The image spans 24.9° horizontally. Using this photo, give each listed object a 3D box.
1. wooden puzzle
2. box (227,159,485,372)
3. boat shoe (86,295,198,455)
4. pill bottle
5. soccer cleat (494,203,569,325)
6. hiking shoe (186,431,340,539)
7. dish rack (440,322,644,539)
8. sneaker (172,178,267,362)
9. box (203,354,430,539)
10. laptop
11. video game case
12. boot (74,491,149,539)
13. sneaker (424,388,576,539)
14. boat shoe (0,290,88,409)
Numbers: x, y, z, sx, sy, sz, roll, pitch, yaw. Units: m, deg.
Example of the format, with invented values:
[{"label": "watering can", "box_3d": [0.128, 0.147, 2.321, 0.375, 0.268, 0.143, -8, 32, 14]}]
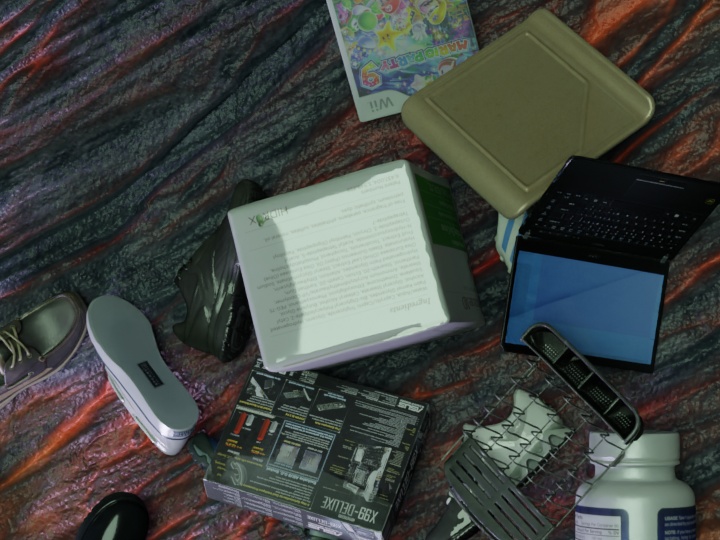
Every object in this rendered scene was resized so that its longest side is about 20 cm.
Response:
[{"label": "wooden puzzle", "box_3d": [0.171, -0.160, 1.675, 0.200, 0.037, 0.185, -37, 61, -14]}, {"label": "box", "box_3d": [0.000, 0.000, 1.671, 0.199, 0.199, 0.172, -15, 84, 14]}, {"label": "boat shoe", "box_3d": [-0.249, 0.117, 1.798, 0.200, 0.073, 0.065, 57, 142, 29]}, {"label": "pill bottle", "box_3d": [0.274, 0.261, 1.625, 0.119, 0.120, 0.201, 0, 87, 15]}, {"label": "soccer cleat", "box_3d": [0.184, -0.006, 1.699, 0.086, 0.070, 0.201, -4, 99, 51]}, {"label": "hiking shoe", "box_3d": [-0.092, 0.221, 1.760, 0.200, 0.074, 0.087, 30, 77, 11]}, {"label": "dish rack", "box_3d": [0.171, 0.172, 1.601, 0.200, 0.055, 0.153, -50, 59, 10]}, {"label": "sneaker", "box_3d": [-0.156, -0.005, 1.781, 0.091, 0.076, 0.201, 14, 89, 21]}, {"label": "box", "box_3d": [-0.043, 0.189, 1.706, 0.199, 0.050, 0.158, 14, 59, 12]}, {"label": "laptop", "box_3d": [0.251, -0.003, 1.613, 0.177, 0.200, 0.104, 9, 53, -18]}, {"label": "video game case", "box_3d": [0.042, -0.268, 1.714, 0.143, 0.018, 0.201, -14, 110, 5]}, {"label": "boot", "box_3d": [-0.265, 0.360, 1.743, 0.200, 0.076, 0.168, -60, 34, 10]}, {"label": "sneaker", "box_3d": [0.125, 0.208, 1.695, 0.088, 0.074, 0.200, 43, 88, 13]}, {"label": "boat shoe", "box_3d": [-0.389, 0.099, 1.835, 0.200, 0.073, 0.075, -43, 78, 9]}]
